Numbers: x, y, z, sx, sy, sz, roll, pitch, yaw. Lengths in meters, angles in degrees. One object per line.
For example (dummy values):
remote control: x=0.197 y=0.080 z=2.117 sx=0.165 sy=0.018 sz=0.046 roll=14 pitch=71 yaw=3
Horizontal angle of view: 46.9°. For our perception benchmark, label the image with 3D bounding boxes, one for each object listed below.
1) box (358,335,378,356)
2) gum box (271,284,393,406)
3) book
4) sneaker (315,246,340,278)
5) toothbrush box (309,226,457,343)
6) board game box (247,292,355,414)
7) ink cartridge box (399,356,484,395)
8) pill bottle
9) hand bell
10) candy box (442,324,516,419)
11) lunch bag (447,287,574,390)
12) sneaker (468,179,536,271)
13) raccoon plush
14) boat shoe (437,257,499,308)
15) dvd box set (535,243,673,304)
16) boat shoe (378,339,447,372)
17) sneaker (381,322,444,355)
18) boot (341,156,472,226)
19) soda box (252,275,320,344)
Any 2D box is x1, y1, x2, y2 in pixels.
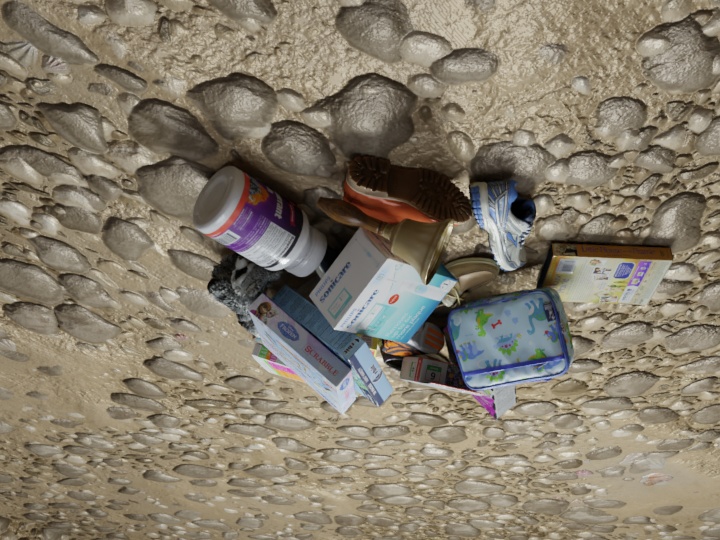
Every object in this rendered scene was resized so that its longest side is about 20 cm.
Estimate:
box: x=-0.009 y=0.187 z=1.712 sx=0.075 sy=0.050 sz=0.200 roll=7 pitch=145 yaw=-3
gum box: x=-0.048 y=0.128 z=1.410 sx=0.200 sy=0.045 sz=0.170 roll=33 pitch=162 yaw=36
book: x=-0.105 y=0.199 z=1.652 sx=0.199 sy=0.048 sz=0.134 roll=17 pitch=168 yaw=16
sneaker: x=0.000 y=0.000 z=1.425 sx=0.084 sy=0.075 sz=0.200 roll=-27 pitch=142 yaw=28
toothbrush box: x=0.039 y=0.028 z=1.342 sx=0.200 sy=0.085 sz=0.147 roll=18 pitch=115 yaw=-50
board game box: x=-0.096 y=0.146 z=1.414 sx=0.200 sy=0.041 sz=0.200 roll=40 pitch=164 yaw=15
ink cartridge box: x=0.153 y=0.195 z=1.550 sx=0.109 sy=0.051 sz=0.200 roll=14 pitch=172 yaw=-11
pill bottle: x=-0.151 y=-0.068 z=1.296 sx=0.111 sy=0.112 sz=0.200 roll=-26 pitch=136 yaw=37
hand bell: x=0.026 y=-0.065 z=1.218 sx=0.200 sy=0.104 sz=0.104 roll=23 pitch=148 yaw=12
candy box: x=0.234 y=0.188 z=1.614 sx=0.061 sy=0.136 sz=0.200 roll=-36 pitch=145 yaw=-14
lunch bag: x=0.261 y=0.120 z=1.436 sx=0.199 sy=0.161 sz=0.082 roll=-12 pitch=-177 yaw=25
sneaker: x=0.237 y=-0.069 z=1.294 sx=0.085 sy=0.077 sz=0.200 roll=-15 pitch=142 yaw=19
raccoon plush: x=-0.169 y=0.045 z=1.433 sx=0.134 sy=0.097 sz=0.200 roll=15 pitch=154 yaw=43
boat shoe: x=0.153 y=0.034 z=1.457 sx=0.200 sy=0.067 sz=0.074 roll=-20 pitch=140 yaw=31
dvd box set: x=0.413 y=0.008 z=1.425 sx=0.199 sy=0.029 sz=0.146 roll=2 pitch=146 yaw=1
boat shoe: x=0.112 y=0.195 z=1.700 sx=0.072 sy=0.065 sz=0.200 roll=-26 pitch=136 yaw=36
sneaker: x=0.053 y=0.115 z=1.579 sx=0.200 sy=0.078 sz=0.112 roll=33 pitch=151 yaw=-18
boot: x=0.067 y=-0.103 z=1.267 sx=0.199 sy=0.075 sz=0.107 roll=18 pitch=147 yaw=-5
soda box: x=-0.115 y=0.080 z=1.548 sx=0.064 sy=0.069 sz=0.200 roll=31 pitch=137 yaw=-33
